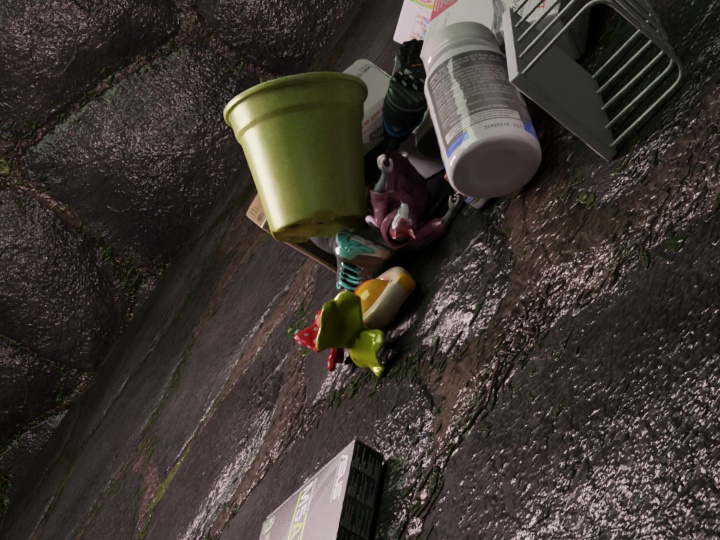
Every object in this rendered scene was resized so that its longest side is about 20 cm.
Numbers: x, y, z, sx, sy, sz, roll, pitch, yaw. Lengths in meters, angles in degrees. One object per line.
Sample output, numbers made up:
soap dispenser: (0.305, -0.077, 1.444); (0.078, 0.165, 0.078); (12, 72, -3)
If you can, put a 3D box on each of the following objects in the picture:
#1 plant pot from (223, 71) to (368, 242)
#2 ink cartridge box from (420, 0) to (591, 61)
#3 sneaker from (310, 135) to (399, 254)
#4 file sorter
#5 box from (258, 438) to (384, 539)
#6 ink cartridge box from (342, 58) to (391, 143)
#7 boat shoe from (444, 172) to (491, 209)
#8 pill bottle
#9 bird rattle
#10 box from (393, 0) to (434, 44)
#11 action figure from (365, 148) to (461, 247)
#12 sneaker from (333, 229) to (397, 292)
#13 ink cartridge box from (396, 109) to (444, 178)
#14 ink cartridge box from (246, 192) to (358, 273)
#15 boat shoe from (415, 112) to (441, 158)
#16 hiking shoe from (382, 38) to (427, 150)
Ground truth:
plant pot: (-0.071, -0.142, 1.518); (0.200, 0.200, 0.185); (-31, 67, 58)
ink cartridge box: (0.191, -0.322, 1.470); (0.199, 0.085, 0.146); (-11, 45, 29)
sneaker: (-0.002, -0.108, 1.626); (0.200, 0.085, 0.074); (-49, -8, 13)
file sorter: (0.246, -0.240, 1.196); (0.125, 0.139, 0.200); (-46, 18, 26)
box: (-0.057, 0.306, 1.195); (0.193, 0.047, 0.200); (-48, 18, 37)
ink cartridge box: (-0.009, -0.211, 1.777); (0.147, 0.083, 0.200); (-43, -25, -18)
boat shoe: (0.154, -0.169, 1.448); (0.072, 0.072, 0.200); (-45, 18, 40)
pill bottle: (0.139, -0.195, 1.348); (0.114, 0.114, 0.201); (-44, 44, 38)
bird rattle: (0.008, 0.065, 1.459); (0.163, 0.113, 0.200); (-46, 1, -6)
box: (0.128, -0.416, 1.709); (0.200, 0.101, 0.113); (112, -177, -76)
action figure: (0.043, -0.079, 1.498); (0.149, 0.134, 0.200); (-51, 14, 24)
sneaker: (0.000, 0.000, 1.535); (0.091, 0.077, 0.200); (-67, -14, 1)
ink cartridge box: (0.119, -0.241, 1.685); (0.200, 0.084, 0.144); (-62, 16, -24)
ink cartridge box: (-0.089, -0.070, 1.826); (0.075, 0.164, 0.200); (-58, 15, 1)
boat shoe: (0.153, -0.236, 1.548); (0.202, 0.074, 0.065); (-45, 40, 15)
hiking shoe: (0.066, -0.249, 1.540); (0.200, 0.074, 0.087); (-61, -6, -51)
